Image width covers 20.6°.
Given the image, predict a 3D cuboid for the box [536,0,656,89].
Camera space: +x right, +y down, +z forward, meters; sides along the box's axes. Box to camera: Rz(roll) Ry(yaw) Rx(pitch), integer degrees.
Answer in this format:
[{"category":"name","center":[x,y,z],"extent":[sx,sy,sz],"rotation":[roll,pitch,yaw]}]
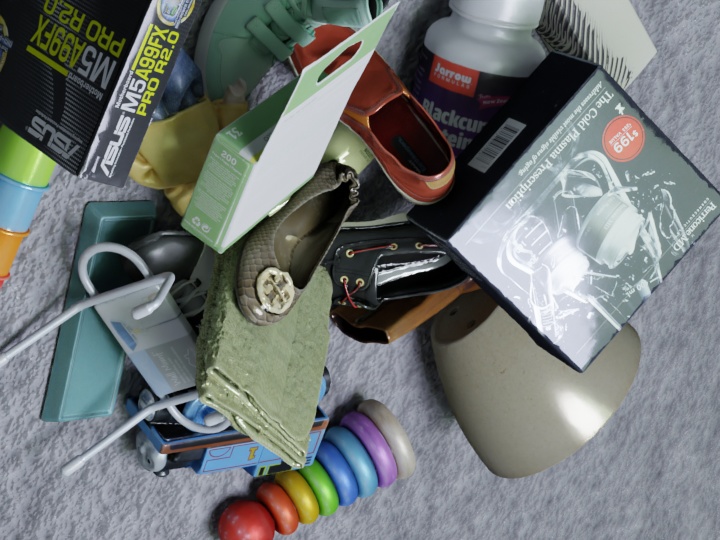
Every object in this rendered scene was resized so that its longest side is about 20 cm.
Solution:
[{"category":"box","center":[0.196,-0.251,1.830],"extent":[0.068,0.082,0.200],"rotation":[-49,136,-7]}]

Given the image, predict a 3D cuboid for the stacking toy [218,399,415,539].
[{"category":"stacking toy","center":[-0.049,0.204,1.888],"extent":[0.199,0.085,0.086],"rotation":[-29,132,-18]}]

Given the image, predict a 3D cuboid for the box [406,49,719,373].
[{"category":"box","center":[0.179,-0.052,1.709],"extent":[0.182,0.104,0.200],"rotation":[42,88,-23]}]

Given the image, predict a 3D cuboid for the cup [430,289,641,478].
[{"category":"cup","center":[0.151,0.080,1.930],"extent":[0.143,0.200,0.200],"rotation":[44,81,-22]}]

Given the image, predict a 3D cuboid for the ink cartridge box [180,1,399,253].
[{"category":"ink cartridge box","center":[-0.056,-0.122,1.549],"extent":[0.145,0.048,0.200],"rotation":[-42,164,-47]}]

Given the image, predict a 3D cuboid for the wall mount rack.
[{"category":"wall mount rack","center":[-0.198,0.082,1.625],"extent":[0.200,0.173,0.075],"rotation":[58,30,-23]}]

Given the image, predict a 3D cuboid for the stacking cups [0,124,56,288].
[{"category":"stacking cups","center":[-0.275,-0.059,1.531],"extent":[0.060,0.060,0.201],"rotation":[12,111,-46]}]

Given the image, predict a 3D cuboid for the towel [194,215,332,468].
[{"category":"towel","center":[-0.079,0.049,1.633],"extent":[0.148,0.036,0.201],"rotation":[46,40,-41]}]

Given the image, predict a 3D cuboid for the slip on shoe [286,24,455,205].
[{"category":"slip on shoe","center":[0.011,-0.143,1.660],"extent":[0.074,0.200,0.061],"rotation":[-38,176,-18]}]

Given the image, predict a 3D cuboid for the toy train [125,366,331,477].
[{"category":"toy train","center":[-0.115,0.128,1.766],"extent":[0.199,0.087,0.115],"rotation":[-7,127,-38]}]

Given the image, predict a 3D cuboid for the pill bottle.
[{"category":"pill bottle","center":[0.102,-0.160,1.773],"extent":[0.111,0.111,0.201],"rotation":[-7,118,-41]}]

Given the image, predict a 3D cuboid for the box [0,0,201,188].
[{"category":"box","center":[-0.207,-0.170,1.410],"extent":[0.044,0.200,0.161],"rotation":[15,104,-46]}]

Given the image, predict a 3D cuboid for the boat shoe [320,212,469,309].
[{"category":"boat shoe","center":[0.000,-0.002,1.758],"extent":[0.200,0.063,0.074],"rotation":[-12,141,-9]}]

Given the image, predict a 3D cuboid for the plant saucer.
[{"category":"plant saucer","center":[-0.217,0.038,1.665],"extent":[0.070,0.019,0.201],"rotation":[-4,115,-42]}]

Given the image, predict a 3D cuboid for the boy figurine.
[{"category":"boy figurine","center":[-0.144,-0.115,1.598],"extent":[0.124,0.065,0.200],"rotation":[-25,135,-2]}]

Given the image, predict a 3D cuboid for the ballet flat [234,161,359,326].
[{"category":"ballet flat","center":[-0.046,-0.027,1.635],"extent":[0.068,0.046,0.200],"rotation":[62,37,-24]}]

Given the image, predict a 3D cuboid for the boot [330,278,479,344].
[{"category":"boot","center":[0.092,0.006,1.821],"extent":[0.200,0.188,0.069],"rotation":[-29,115,-29]}]

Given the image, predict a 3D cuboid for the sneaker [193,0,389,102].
[{"category":"sneaker","center":[-0.049,-0.203,1.600],"extent":[0.201,0.118,0.074],"rotation":[-56,140,1]}]

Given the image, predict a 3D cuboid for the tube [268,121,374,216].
[{"category":"tube","center":[-0.034,-0.084,1.741],"extent":[0.200,0.052,0.058],"rotation":[-45,104,-2]}]

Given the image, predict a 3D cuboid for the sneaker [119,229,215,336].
[{"category":"sneaker","center":[-0.121,0.035,1.662],"extent":[0.074,0.089,0.200],"rotation":[-31,141,22]}]
